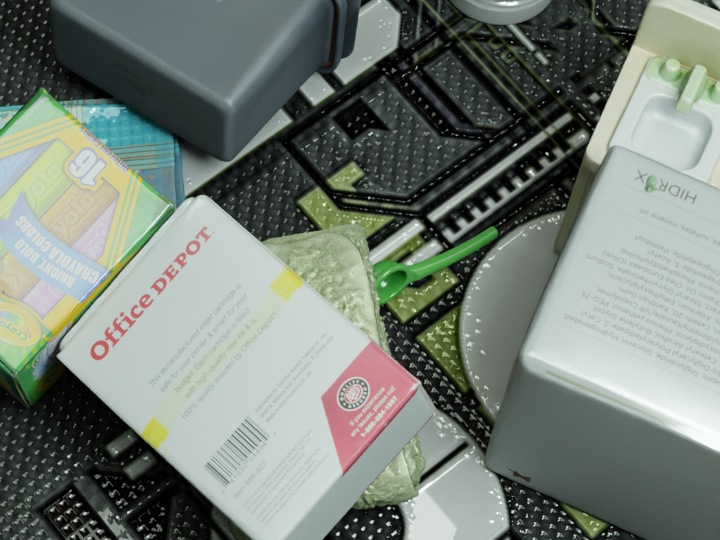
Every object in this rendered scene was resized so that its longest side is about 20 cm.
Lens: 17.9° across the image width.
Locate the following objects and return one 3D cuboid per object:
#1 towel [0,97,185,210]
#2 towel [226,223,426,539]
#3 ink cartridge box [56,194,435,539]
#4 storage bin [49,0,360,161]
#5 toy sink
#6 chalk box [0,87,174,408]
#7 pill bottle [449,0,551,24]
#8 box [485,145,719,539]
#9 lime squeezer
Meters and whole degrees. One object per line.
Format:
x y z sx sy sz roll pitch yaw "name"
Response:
-0.221 -0.054 1.618 0.199 0.022 0.148 -5 65 -7 "towel"
-0.046 0.074 1.542 0.147 0.037 0.201 -16 73 5 "towel"
-0.073 0.071 1.485 0.200 0.083 0.145 41 87 17 "ink cartridge box"
-0.118 -0.181 1.613 0.199 0.146 0.135 30 65 10 "storage bin"
0.221 -0.073 1.562 0.130 0.200 0.112 24 63 6 "toy sink"
-0.230 0.004 1.520 0.124 0.124 0.200 41 79 5 "chalk box"
0.112 -0.267 1.644 0.116 0.200 0.117 2 65 -3 "pill bottle"
0.207 0.063 1.500 0.199 0.199 0.172 24 66 7 "box"
0.000 0.000 1.610 0.199 0.038 0.071 0 34 -4 "lime squeezer"
